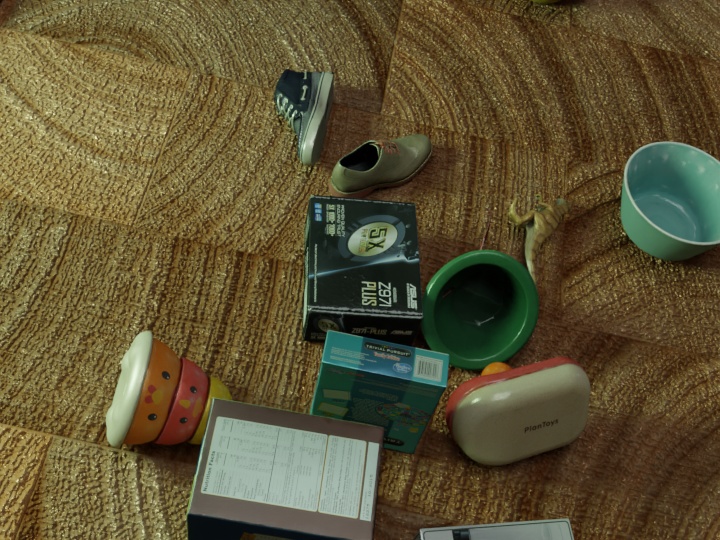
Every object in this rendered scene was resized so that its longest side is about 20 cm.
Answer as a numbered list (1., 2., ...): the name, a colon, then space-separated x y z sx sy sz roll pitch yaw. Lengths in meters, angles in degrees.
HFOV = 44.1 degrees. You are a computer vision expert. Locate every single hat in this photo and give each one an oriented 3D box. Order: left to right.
1. hat: 0.172 0.037 1.333 0.199 0.176 0.166 -36 99 2

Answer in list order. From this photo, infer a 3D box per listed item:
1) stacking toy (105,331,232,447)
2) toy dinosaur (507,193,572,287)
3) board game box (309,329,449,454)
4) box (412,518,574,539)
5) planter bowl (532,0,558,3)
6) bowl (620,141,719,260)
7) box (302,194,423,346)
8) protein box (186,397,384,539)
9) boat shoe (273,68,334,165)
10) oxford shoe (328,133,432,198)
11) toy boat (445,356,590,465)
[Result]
1. stacking toy: -0.212 0.171 1.133 0.198 0.146 0.148 18 54 -18
2. toy dinosaur: 0.277 -0.066 1.397 0.105 0.061 0.201 30 57 8
3. board game box: 0.017 0.157 1.120 0.149 0.201 0.047 12 55 -2
4. box: 0.168 0.375 1.089 0.197 0.060 0.118 0 57 -10
5. planter bowl: 0.358 -0.582 1.733 0.197 0.084 0.203 5 56 -8
6. bowl: 0.500 -0.095 1.428 0.198 0.106 0.203 5 56 -7
7. box: 0.000 0.000 1.288 0.161 0.086 0.202 5 56 -8
8. protein box: -0.090 0.266 1.030 0.197 0.199 0.136 10 55 -3
9. boat shoe: -0.102 -0.251 1.450 0.091 0.075 0.202 8 48 3
10. oxford shoe: 0.041 -0.177 1.417 0.199 0.075 0.071 -31 66 -26
11. toy boat: 0.204 0.173 1.208 0.197 0.132 0.131 -12 30 -18
